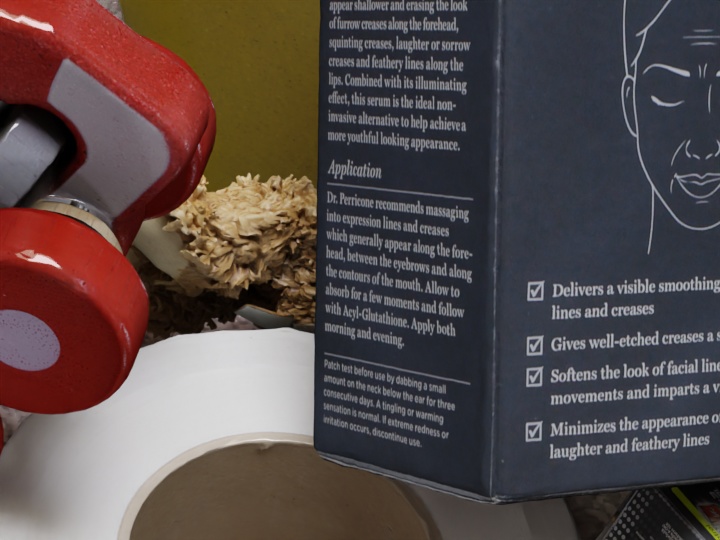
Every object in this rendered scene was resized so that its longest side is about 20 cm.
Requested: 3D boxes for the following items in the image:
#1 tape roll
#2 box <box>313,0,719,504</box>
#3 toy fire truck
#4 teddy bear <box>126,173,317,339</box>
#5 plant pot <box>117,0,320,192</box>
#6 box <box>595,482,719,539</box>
[{"bbox_3d":[-0.028,0.113,0.884,0.202,0.071,0.203,4,45,-4],"label":"tape roll"},{"bbox_3d":[0.074,-0.038,0.848,0.148,0.201,0.107,-2,6,-32],"label":"box"},{"bbox_3d":[-0.149,-0.027,0.835,0.168,0.200,0.112,36,42,-18],"label":"toy fire truck"},{"bbox_3d":[0.000,0.000,0.960,0.199,0.145,0.067,9,67,7],"label":"teddy bear"},{"bbox_3d":[0.034,-0.137,1.018,0.176,0.200,0.200,10,42,26],"label":"plant pot"},{"bbox_3d":[0.185,0.143,0.863,0.160,0.044,0.200,1,39,-48],"label":"box"}]
